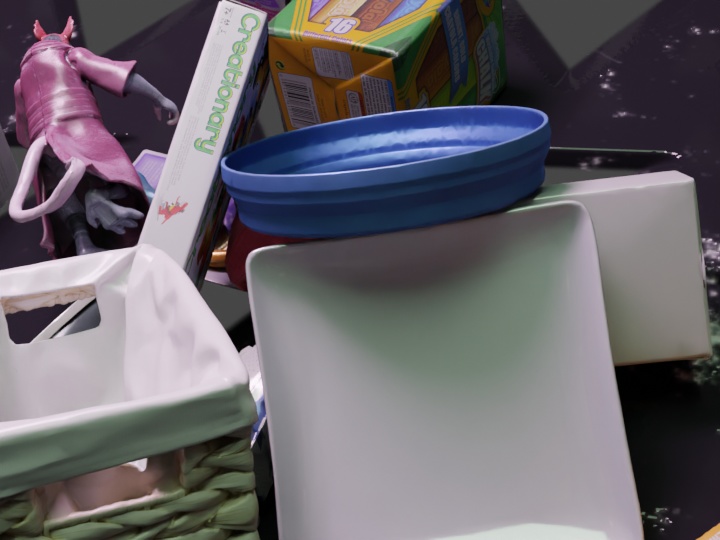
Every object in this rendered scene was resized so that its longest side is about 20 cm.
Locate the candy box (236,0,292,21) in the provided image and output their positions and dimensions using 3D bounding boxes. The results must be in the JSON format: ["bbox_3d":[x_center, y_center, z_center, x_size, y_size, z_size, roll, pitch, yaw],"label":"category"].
[{"bbox_3d":[-0.039,-0.279,1.087,0.071,0.200,0.169,20,71,34],"label":"candy box"}]

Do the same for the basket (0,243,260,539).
[{"bbox_3d":[-0.130,0.082,0.635,0.134,0.125,0.200,-11,20,-17],"label":"basket"}]

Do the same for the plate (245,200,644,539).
[{"bbox_3d":[0.045,0.075,0.752,0.197,0.032,0.203,-9,81,4],"label":"plate"}]

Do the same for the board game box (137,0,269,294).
[{"bbox_3d":[-0.103,-0.058,0.871,0.034,0.126,0.203,17,80,0],"label":"board game box"}]

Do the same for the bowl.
[{"bbox_3d":[0.016,-0.061,0.808,0.197,0.040,0.201,-7,15,2],"label":"bowl"}]

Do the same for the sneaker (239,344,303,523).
[{"bbox_3d":[-0.096,0.090,0.803,0.114,0.081,0.200,14,48,24],"label":"sneaker"}]

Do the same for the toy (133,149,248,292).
[{"bbox_3d":[-0.111,-0.049,0.992,0.197,0.048,0.116,11,47,26],"label":"toy"}]

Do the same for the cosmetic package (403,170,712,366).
[{"bbox_3d":[0.104,0.005,0.815,0.197,0.109,0.085,-5,7,5],"label":"cosmetic package"}]

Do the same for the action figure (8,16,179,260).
[{"bbox_3d":[-0.216,-0.098,0.959,0.133,0.148,0.202,-28,67,23],"label":"action figure"}]

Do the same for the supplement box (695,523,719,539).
[{"bbox_3d":[0.258,0.178,0.619,0.125,0.074,0.200,-30,44,-20],"label":"supplement box"}]

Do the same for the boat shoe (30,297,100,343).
[{"bbox_3d":[-0.201,0.078,0.874,0.062,0.073,0.200,44,45,-5],"label":"boat shoe"}]

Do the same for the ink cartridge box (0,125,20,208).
[{"bbox_3d":[-0.352,-0.063,0.991,0.082,0.147,0.201,9,44,22],"label":"ink cartridge box"}]

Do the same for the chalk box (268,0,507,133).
[{"bbox_3d":[0.036,-0.178,1.046,0.123,0.126,0.200,17,49,30],"label":"chalk box"}]

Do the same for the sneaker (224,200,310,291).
[{"bbox_3d":[0.000,0.000,0.907,0.197,0.074,0.088,15,78,15],"label":"sneaker"}]
